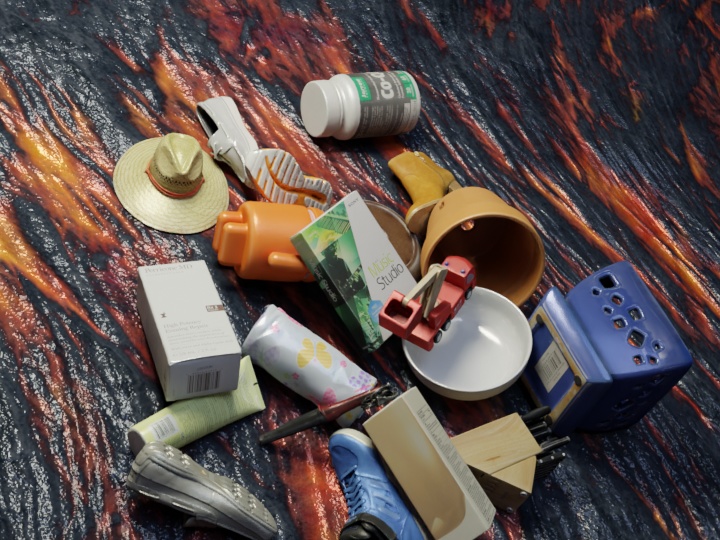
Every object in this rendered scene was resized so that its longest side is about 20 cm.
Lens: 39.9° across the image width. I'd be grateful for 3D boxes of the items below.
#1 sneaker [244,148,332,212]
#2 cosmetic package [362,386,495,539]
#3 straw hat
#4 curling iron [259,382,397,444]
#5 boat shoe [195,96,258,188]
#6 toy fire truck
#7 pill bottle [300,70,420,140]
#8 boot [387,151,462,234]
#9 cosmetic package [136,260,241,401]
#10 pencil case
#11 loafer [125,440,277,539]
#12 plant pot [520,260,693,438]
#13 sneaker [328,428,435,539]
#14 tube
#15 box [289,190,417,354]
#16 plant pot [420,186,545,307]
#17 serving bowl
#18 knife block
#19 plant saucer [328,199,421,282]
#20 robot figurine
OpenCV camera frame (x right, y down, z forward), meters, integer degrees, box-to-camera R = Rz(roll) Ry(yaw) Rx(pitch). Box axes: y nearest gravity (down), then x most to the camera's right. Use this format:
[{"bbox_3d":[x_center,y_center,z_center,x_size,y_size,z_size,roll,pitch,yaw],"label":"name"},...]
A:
[{"bbox_3d":[-0.125,-0.138,1.555,0.076,0.080,0.199,21,-6,34],"label":"sneaker"},{"bbox_3d":[0.092,0.261,1.304,0.202,0.071,0.105,57,11,9],"label":"cosmetic package"},{"bbox_3d":[-0.283,-0.162,1.531,0.197,0.086,0.204,14,47,-15],"label":"straw hat"},{"bbox_3d":[-0.045,0.189,1.314,0.196,0.050,0.026,-20,87,9],"label":"curling iron"},{"bbox_3d":[-0.217,-0.209,1.617,0.067,0.073,0.202,-11,59,-24],"label":"boat shoe"},{"bbox_3d":[0.102,0.039,1.437,0.048,0.142,0.201,25,59,24],"label":"toy fire truck"},{"bbox_3d":[0.000,-0.292,1.761,0.197,0.114,0.114,-11,57,-33],"label":"pill bottle"},{"bbox_3d":[0.094,-0.140,1.709,0.144,0.072,0.200,41,34,20],"label":"boot"},{"bbox_3d":[-0.233,0.075,1.326,0.100,0.075,0.201,-7,41,-24],"label":"cosmetic package"},{"bbox_3d":[-0.073,0.136,1.380,0.198,0.091,0.084,34,55,4],"label":"pencil case"},{"bbox_3d":[-0.194,0.284,1.217,0.198,0.070,0.070,33,3,-10],"label":"loafer"},{"bbox_3d":[0.352,0.130,1.522,0.176,0.201,0.202,-11,58,-26],"label":"plant pot"},{"bbox_3d":[0.002,0.303,1.281,0.110,0.077,0.201,-21,70,-48],"label":"sneaker"},{"bbox_3d":[-0.209,0.187,1.297,0.198,0.059,0.052,-27,55,-39],"label":"tube"},{"bbox_3d":[0.000,0.000,1.455,0.202,0.036,0.144,55,46,-5],"label":"box"},{"bbox_3d":[0.186,-0.040,1.599,0.196,0.203,0.141,13,31,-15],"label":"plant pot"},{"bbox_3d":[0.160,0.120,1.504,0.195,0.067,0.203,-2,47,2],"label":"serving bowl"},{"bbox_3d":[0.203,0.248,1.437,0.197,0.064,0.177,24,45,-5],"label":"knife block"},{"bbox_3d":[0.018,-0.046,1.620,0.196,0.032,0.203,13,49,-15],"label":"plant saucer"},{"bbox_3d":[-0.120,-0.043,1.490,0.196,0.143,0.119,4,77,-23],"label":"robot figurine"}]
